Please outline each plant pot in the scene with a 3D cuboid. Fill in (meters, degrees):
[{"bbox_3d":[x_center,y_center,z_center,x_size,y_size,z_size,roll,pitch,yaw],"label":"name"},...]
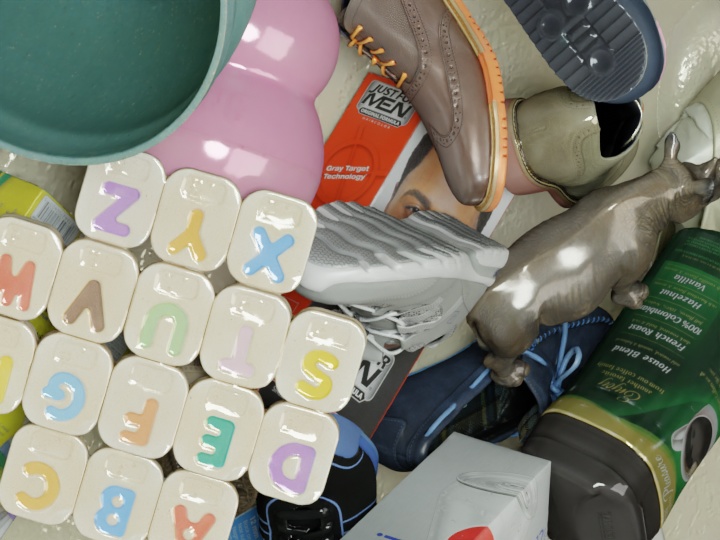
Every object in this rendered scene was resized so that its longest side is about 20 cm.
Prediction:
[{"bbox_3d":[-0.127,-0.170,1.370,0.134,0.199,0.201,-50,139,-53],"label":"plant pot"}]

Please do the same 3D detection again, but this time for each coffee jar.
[{"bbox_3d":[0.176,0.077,1.713,0.200,0.085,0.104,-51,149,-26],"label":"coffee jar"}]

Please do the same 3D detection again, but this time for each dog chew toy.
[{"bbox_3d":[-0.066,-0.111,1.484,0.124,0.124,0.201,20,85,-45],"label":"dog chew toy"}]

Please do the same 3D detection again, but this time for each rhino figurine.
[{"bbox_3d":[0.143,-0.015,1.657,0.200,0.060,0.087,-35,152,2],"label":"rhino figurine"}]

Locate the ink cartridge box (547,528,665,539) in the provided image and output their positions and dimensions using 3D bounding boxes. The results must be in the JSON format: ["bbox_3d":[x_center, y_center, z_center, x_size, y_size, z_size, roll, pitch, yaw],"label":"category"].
[{"bbox_3d":[0.124,0.221,1.808,0.146,0.084,0.201,-34,126,-28],"label":"ink cartridge box"}]

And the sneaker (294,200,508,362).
[{"bbox_3d":[0.018,0.015,1.526,0.200,0.075,0.082,4,112,-61],"label":"sneaker"}]

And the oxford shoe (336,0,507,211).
[{"bbox_3d":[0.025,-0.121,1.551,0.073,0.071,0.201,-13,73,-20],"label":"oxford shoe"}]

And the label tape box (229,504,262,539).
[{"bbox_3d":[-0.096,0.244,1.631,0.200,0.066,0.144,-31,125,-28],"label":"label tape box"}]

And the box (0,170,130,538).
[{"bbox_3d":[-0.200,0.063,1.477,0.200,0.048,0.117,-57,134,-13],"label":"box"}]

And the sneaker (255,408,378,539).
[{"bbox_3d":[-0.022,0.149,1.608,0.200,0.070,0.078,71,22,-58],"label":"sneaker"}]

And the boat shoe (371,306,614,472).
[{"bbox_3d":[0.090,0.082,1.733,0.200,0.069,0.084,-30,125,-31],"label":"boat shoe"}]

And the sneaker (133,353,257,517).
[{"bbox_3d":[-0.089,0.076,1.538,0.070,0.076,0.200,0,154,-6],"label":"sneaker"}]

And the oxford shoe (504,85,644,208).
[{"bbox_3d":[0.139,-0.077,1.670,0.200,0.074,0.071,-17,92,-68],"label":"oxford shoe"}]

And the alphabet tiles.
[{"bbox_3d":[-0.102,0.045,1.426,0.199,0.015,0.196,17,98,-2],"label":"alphabet tiles"}]

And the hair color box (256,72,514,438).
[{"bbox_3d":[0.000,0.000,1.624,0.101,0.061,0.200,38,78,-44],"label":"hair color box"}]

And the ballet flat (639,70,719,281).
[{"bbox_3d":[0.209,-0.044,1.803,0.069,0.069,0.201,-3,109,-42],"label":"ballet flat"}]

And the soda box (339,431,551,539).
[{"bbox_3d":[0.033,0.168,1.589,0.200,0.068,0.064,-39,138,-49],"label":"soda box"}]

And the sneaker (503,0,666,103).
[{"bbox_3d":[0.106,-0.179,1.603,0.070,0.201,0.082,-31,169,20],"label":"sneaker"}]
